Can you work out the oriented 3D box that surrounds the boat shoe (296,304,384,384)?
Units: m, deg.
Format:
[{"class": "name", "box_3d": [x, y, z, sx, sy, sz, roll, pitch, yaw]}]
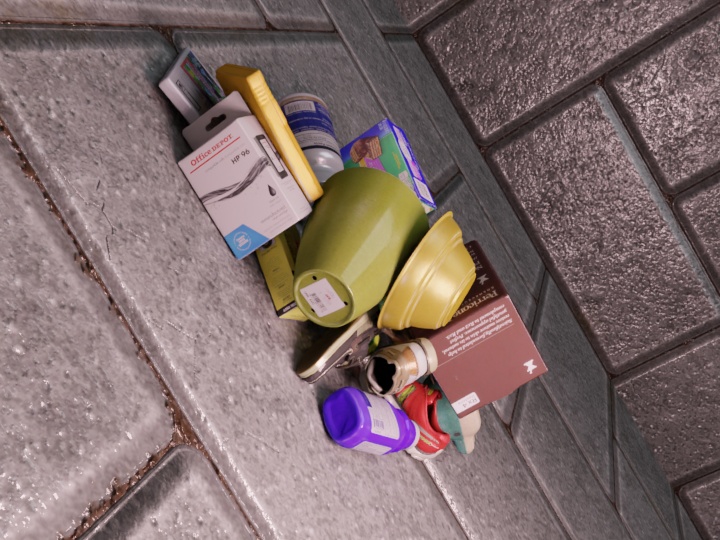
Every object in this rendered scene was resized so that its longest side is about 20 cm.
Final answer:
[{"class": "boat shoe", "box_3d": [-0.018, 0.109, 1.266, 0.067, 0.071, 0.201, 57, 39, -11]}]

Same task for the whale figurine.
[{"class": "whale figurine", "box_3d": [0.158, 0.255, 1.545, 0.201, 0.102, 0.161, 73, 5, -55]}]

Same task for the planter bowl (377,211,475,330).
[{"class": "planter bowl", "box_3d": [0.112, 0.022, 1.274, 0.083, 0.202, 0.200, 33, 16, 13]}]

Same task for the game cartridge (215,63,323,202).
[{"class": "game cartridge", "box_3d": [-0.137, -0.205, 1.274, 0.176, 0.032, 0.202, 33, -28, 60]}]

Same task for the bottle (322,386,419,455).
[{"class": "bottle", "box_3d": [0.022, 0.226, 1.269, 0.199, 0.065, 0.084, 29, 32, -55]}]

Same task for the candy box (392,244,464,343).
[{"class": "candy box", "box_3d": [0.127, 0.050, 1.559, 0.117, 0.198, 0.057, 54, 22, -15]}]

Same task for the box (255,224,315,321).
[{"class": "box", "box_3d": [-0.117, -0.027, 1.292, 0.075, 0.050, 0.202, 17, 47, -60]}]

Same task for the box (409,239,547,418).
[{"class": "box", "box_3d": [0.175, 0.091, 1.411, 0.165, 0.164, 0.201, 58, 7, -27]}]

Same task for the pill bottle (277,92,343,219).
[{"class": "pill bottle", "box_3d": [-0.091, -0.194, 1.484, 0.115, 0.115, 0.202, 35, 33, -49]}]

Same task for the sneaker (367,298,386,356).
[{"class": "sneaker", "box_3d": [-0.004, 0.064, 1.410, 0.084, 0.073, 0.201, 55, 21, -24]}]

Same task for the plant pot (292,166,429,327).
[{"class": "plant pot", "box_3d": [-0.016, -0.015, 1.235, 0.188, 0.186, 0.201, 53, 37, -18]}]

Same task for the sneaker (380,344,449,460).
[{"class": "sneaker", "box_3d": [0.092, 0.207, 1.428, 0.077, 0.084, 0.202, 21, 42, -60]}]

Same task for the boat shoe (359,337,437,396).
[{"class": "boat shoe", "box_3d": [0.037, 0.147, 1.291, 0.068, 0.200, 0.076, -16, 77, -29]}]

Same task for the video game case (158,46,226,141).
[{"class": "video game case", "box_3d": [-0.223, -0.236, 1.337, 0.201, 0.023, 0.183, 51, 17, -23]}]

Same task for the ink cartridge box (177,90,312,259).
[{"class": "ink cartridge box", "box_3d": [-0.171, -0.134, 1.213, 0.202, 0.115, 0.068, 58, 20, -4]}]

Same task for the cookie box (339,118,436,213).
[{"class": "cookie box", "box_3d": [0.009, -0.136, 1.525, 0.075, 0.198, 0.173, 21, 43, -57]}]

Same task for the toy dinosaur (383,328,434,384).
[{"class": "toy dinosaur", "box_3d": [0.074, 0.102, 1.465, 0.101, 0.058, 0.200, 41, 2, -32]}]
